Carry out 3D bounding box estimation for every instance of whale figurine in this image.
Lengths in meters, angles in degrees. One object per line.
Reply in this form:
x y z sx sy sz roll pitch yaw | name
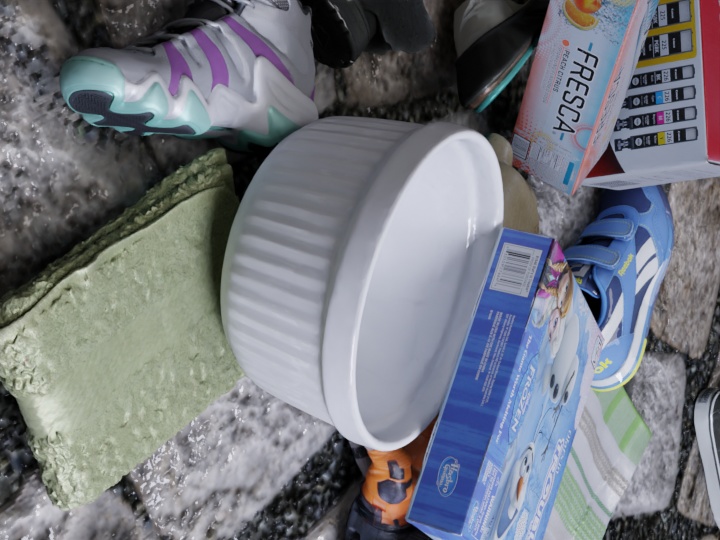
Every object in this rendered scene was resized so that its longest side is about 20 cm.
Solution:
0.079 -0.023 1.020 0.200 0.103 0.160 -34 127 -68 | whale figurine

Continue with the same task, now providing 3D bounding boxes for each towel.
-0.128 0.033 0.810 0.200 0.036 0.149 -42 131 -37 | towel
0.192 0.177 1.201 0.200 0.031 0.150 -55 132 -29 | towel

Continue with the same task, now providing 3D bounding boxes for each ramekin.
0.000 0.000 0.842 0.200 0.105 0.201 -43 141 -48 | ramekin

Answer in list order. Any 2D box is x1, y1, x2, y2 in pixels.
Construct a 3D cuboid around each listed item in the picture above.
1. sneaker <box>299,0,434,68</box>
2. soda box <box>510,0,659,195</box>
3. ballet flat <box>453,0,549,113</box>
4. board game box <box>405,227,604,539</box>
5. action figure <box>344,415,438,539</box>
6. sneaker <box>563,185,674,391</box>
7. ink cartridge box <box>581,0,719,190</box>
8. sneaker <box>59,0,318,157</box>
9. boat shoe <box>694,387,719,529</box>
-0.013 -0.216 0.908 0.104 0.060 0.201 -51 131 -36 | sneaker
0.166 -0.153 1.014 0.068 0.063 0.201 -50 162 -36 | soda box
0.110 -0.185 1.045 0.068 0.068 0.200 46 42 -2 | ballet flat
0.107 0.102 0.941 0.201 0.043 0.199 -70 156 -15 | board game box
0.031 0.162 0.996 0.200 0.104 0.195 -27 124 -71 | action figure
0.210 -0.003 1.170 0.082 0.074 0.201 27 67 -33 | sneaker
0.255 -0.176 1.106 0.084 0.175 0.201 2 83 -48 | ink cartridge box
-0.096 -0.147 0.813 0.200 0.077 0.141 6 88 -58 | sneaker
0.396 0.209 1.410 0.071 0.063 0.201 -47 127 -34 | boat shoe
